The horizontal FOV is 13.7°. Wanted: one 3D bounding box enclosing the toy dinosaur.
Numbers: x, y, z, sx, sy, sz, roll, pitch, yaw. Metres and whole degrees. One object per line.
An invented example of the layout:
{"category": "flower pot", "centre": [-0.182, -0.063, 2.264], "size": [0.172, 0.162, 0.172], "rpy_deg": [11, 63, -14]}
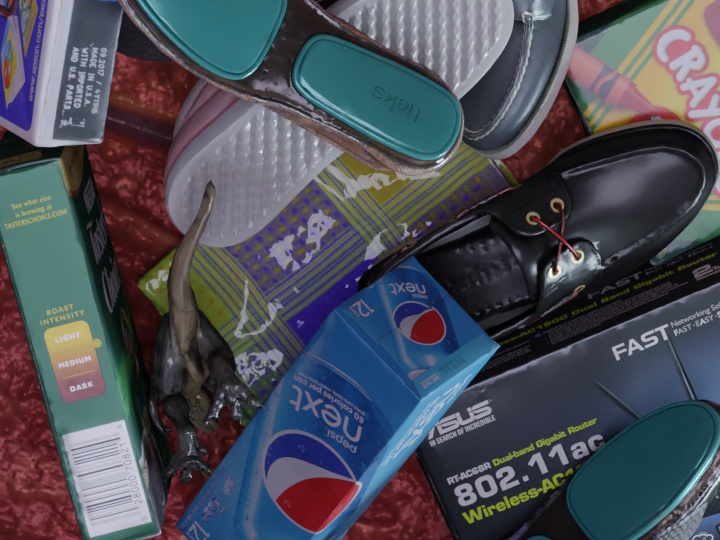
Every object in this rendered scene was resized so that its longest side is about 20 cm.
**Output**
{"category": "toy dinosaur", "centre": [-0.082, 0.048, 1.481], "size": [0.047, 0.200, 0.088], "rpy_deg": [-7, 59, -12]}

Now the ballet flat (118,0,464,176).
{"category": "ballet flat", "centre": [-0.045, -0.103, 1.396], "size": [0.200, 0.067, 0.068], "rpy_deg": [35, 79, -15]}

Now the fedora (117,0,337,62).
{"category": "fedora", "centre": [-0.046, -0.183, 1.468], "size": [0.200, 0.177, 0.090], "rpy_deg": [-19, 72, 18]}

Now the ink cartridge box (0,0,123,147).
{"category": "ink cartridge box", "centre": [-0.167, -0.177, 1.444], "size": [0.043, 0.200, 0.199], "rpy_deg": [2, 105, -32]}

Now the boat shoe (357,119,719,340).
{"category": "boat shoe", "centre": [0.089, -0.011, 1.504], "size": [0.201, 0.063, 0.074], "rpy_deg": [-26, 101, 12]}

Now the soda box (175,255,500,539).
{"category": "soda box", "centre": [-0.015, 0.084, 1.492], "size": [0.064, 0.068, 0.200], "rpy_deg": [46, 135, 11]}

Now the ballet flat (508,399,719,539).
{"category": "ballet flat", "centre": [0.119, 0.142, 1.512], "size": [0.200, 0.072, 0.072], "rpy_deg": [-41, 101, 10]}

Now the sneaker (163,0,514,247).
{"category": "sneaker", "centre": [-0.017, -0.099, 1.491], "size": [0.200, 0.105, 0.075], "rpy_deg": [-36, 112, 11]}

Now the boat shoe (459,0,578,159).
{"category": "boat shoe", "centre": [0.072, -0.157, 1.496], "size": [0.062, 0.073, 0.200], "rpy_deg": [9, 97, -42]}

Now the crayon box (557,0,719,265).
{"category": "crayon box", "centre": [0.211, -0.104, 1.534], "size": [0.200, 0.051, 0.127], "rpy_deg": [-26, 102, 3]}

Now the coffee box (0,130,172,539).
{"category": "coffee box", "centre": [-0.141, 0.029, 1.510], "size": [0.044, 0.123, 0.200], "rpy_deg": [-14, 101, 2]}

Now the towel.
{"category": "towel", "centre": [0.000, 0.000, 1.561], "size": [0.200, 0.023, 0.144], "rpy_deg": [-35, 102, 5]}

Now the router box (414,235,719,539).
{"category": "router box", "centre": [0.133, 0.088, 1.554], "size": [0.200, 0.062, 0.150], "rpy_deg": [-24, 111, 3]}
